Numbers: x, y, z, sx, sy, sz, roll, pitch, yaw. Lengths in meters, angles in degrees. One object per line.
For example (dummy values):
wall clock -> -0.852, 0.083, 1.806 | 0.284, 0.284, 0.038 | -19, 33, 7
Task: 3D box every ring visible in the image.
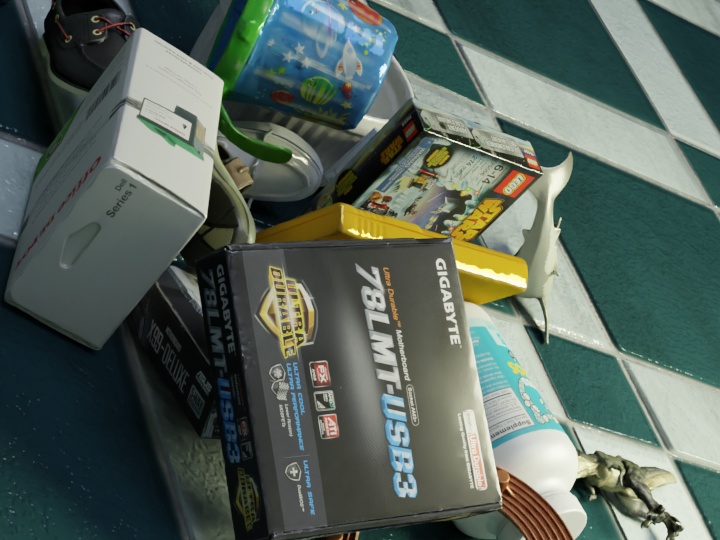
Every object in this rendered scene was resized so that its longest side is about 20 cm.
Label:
ring -> 0.062, 0.200, 1.509 | 0.200, 0.019, 0.201 | 7, 44, -6

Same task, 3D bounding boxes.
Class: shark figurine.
shark figurine -> 0.141, -0.017, 1.953 | 0.089, 0.215, 0.128 | 4, 63, 3

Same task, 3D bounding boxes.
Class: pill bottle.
pill bottle -> 0.095, 0.129, 1.659 | 0.111, 0.111, 0.200 | 8, 42, -48

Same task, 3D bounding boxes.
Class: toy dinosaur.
toy dinosaur -> 0.236, 0.190, 1.831 | 0.200, 0.047, 0.088 | 15, 30, -48

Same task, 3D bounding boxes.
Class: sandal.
sandal -> -0.112, -0.053, 1.622 | 0.057, 0.080, 0.201 | 24, 26, -32

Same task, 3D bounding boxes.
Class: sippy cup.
sippy cup -> -0.045, -0.180, 1.741 | 0.130, 0.178, 0.140 | 24, 15, -10

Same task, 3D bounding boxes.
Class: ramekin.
ramekin -> -0.061, -0.165, 1.907 | 0.200, 0.105, 0.200 | 32, 27, -19

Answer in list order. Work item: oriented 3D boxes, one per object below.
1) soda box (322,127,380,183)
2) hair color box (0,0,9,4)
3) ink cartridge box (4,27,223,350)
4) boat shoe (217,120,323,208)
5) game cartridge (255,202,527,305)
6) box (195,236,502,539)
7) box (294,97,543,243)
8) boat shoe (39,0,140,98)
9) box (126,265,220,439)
soda box -> 0.040, -0.065, 1.876 | 0.068, 0.063, 0.200 | 51, 11, 17
hair color box -> -0.281, -0.317, 1.736 | 0.100, 0.200, 0.061 | 41, 26, 2
ink cartridge box -> -0.175, -0.060, 1.547 | 0.084, 0.146, 0.200 | 31, 28, -19
boat shoe -> -0.113, -0.084, 1.747 | 0.202, 0.075, 0.086 | 20, 33, -31
game cartridge -> 0.000, 0.000, 1.669 | 0.200, 0.176, 0.033 | 18, 65, -40
box -> -0.007, 0.079, 1.470 | 0.198, 0.050, 0.201 | -2, 78, -35
box -> 0.033, -0.045, 1.741 | 0.137, 0.200, 0.040 | 16, 41, -40
boat shoe -> -0.210, -0.178, 1.708 | 0.073, 0.063, 0.201 | 12, 19, -25
box -> -0.053, 0.064, 1.560 | 0.200, 0.050, 0.158 | 8, 28, -33
